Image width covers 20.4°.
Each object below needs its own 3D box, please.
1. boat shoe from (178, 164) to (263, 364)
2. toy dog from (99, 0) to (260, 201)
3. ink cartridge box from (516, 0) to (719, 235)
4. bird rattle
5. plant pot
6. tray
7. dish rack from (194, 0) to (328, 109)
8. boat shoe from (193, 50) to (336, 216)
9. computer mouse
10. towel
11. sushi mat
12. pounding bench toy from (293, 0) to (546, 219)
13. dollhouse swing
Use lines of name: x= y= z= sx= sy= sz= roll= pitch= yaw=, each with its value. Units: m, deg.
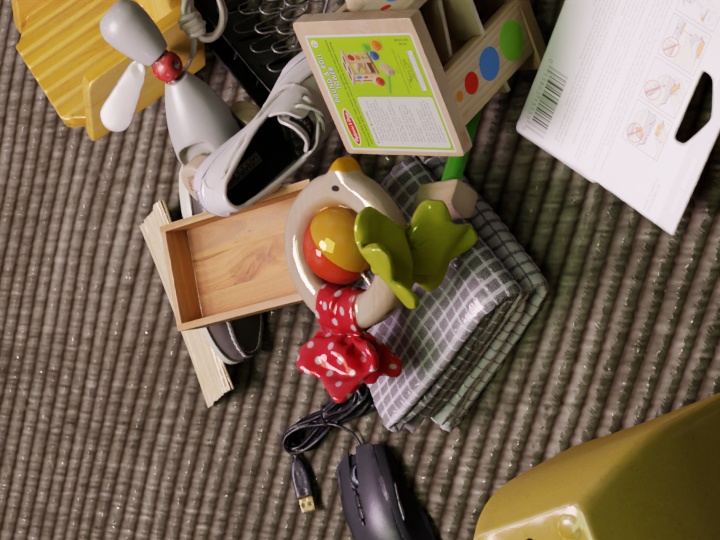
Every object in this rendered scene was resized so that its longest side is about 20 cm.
boat shoe: x=-0.120 y=-0.011 z=1.880 sx=0.060 sy=0.072 sz=0.202 roll=-5 pitch=100 yaw=36
toy dog: x=-0.167 y=-0.150 z=1.791 sx=0.096 sy=0.132 sz=0.201 roll=-11 pitch=103 yaw=50
ink cartridge box: x=0.225 y=-0.156 z=1.554 sx=0.173 sy=0.043 sz=0.201 roll=37 pitch=121 yaw=31
bird rattle: x=0.000 y=0.000 z=1.647 sx=0.163 sy=0.112 sz=0.200 roll=56 pitch=139 yaw=20
plant pot: x=0.202 y=0.224 z=1.541 sx=0.195 sy=0.199 sz=0.195 roll=-26 pitch=80 yaw=41
tray: x=-0.094 y=-0.012 z=1.783 sx=0.199 sy=0.037 sz=0.099 roll=-15 pitch=84 yaw=44
dish rack: x=-0.084 y=-0.261 z=1.785 sx=0.154 sy=0.054 sz=0.200 roll=49 pitch=143 yaw=25
boat shoe: x=-0.061 y=-0.124 z=1.733 sx=0.072 sy=0.200 sz=0.066 roll=54 pitch=161 yaw=-21
computer mouse: x=-0.011 y=0.213 z=1.840 sx=0.140 sy=0.046 sz=0.201 roll=-30 pitch=78 yaw=41
towel: x=0.051 y=0.024 z=1.721 sx=0.166 sy=0.085 sz=0.200 roll=51 pitch=128 yaw=24
sushi mat: x=-0.171 y=0.033 z=1.951 sx=0.201 sy=0.012 sz=0.096 roll=69 pitch=161 yaw=9
pounding bench toy: x=0.069 y=-0.159 z=1.636 sx=0.124 sy=0.156 sz=0.201 roll=4 pitch=128 yaw=41
dollhouse swing: x=-0.256 y=-0.270 z=1.848 sx=0.181 sy=0.176 sz=0.200 roll=-35 pitch=52 yaw=-2
